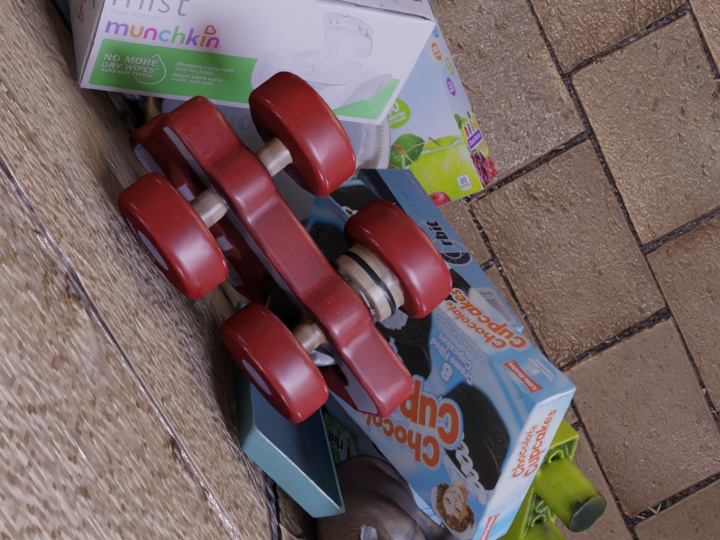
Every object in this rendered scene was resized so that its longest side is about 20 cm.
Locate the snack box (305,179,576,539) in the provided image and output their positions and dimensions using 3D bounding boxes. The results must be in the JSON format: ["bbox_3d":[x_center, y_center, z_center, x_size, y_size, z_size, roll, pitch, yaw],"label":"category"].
[{"bbox_3d":[0.030,0.051,0.722,0.200,0.037,0.117,45,-47,34],"label":"snack box"}]

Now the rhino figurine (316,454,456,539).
[{"bbox_3d":[0.010,0.154,0.671,0.087,0.060,0.200,45,4,-3],"label":"rhino figurine"}]

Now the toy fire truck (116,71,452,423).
[{"bbox_3d":[-0.050,-0.008,0.680,0.201,0.112,0.168,53,-13,-9],"label":"toy fire truck"}]

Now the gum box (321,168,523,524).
[{"bbox_3d":[0.024,0.062,0.831,0.170,0.044,0.201,58,-40,44],"label":"gum box"}]

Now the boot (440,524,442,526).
[{"bbox_3d":[0.077,0.261,0.883,0.175,0.069,0.200,60,0,-32],"label":"boot"}]

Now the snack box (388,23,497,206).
[{"bbox_3d":[0.001,-0.140,1.053,0.202,0.167,0.068,66,23,-9],"label":"snack box"}]

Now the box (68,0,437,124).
[{"bbox_3d":[-0.075,-0.194,0.758,0.097,0.198,0.178,-57,-142,44],"label":"box"}]

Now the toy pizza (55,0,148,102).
[{"bbox_3d":[-0.194,-0.211,0.861,0.201,0.032,0.200,62,2,-3],"label":"toy pizza"}]

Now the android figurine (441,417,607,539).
[{"bbox_3d":[0.086,0.120,0.840,0.200,0.041,0.183,48,-36,38],"label":"android figurine"}]

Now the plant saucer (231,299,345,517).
[{"bbox_3d":[-0.048,0.076,0.706,0.070,0.019,0.200,46,6,-17],"label":"plant saucer"}]

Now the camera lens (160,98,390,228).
[{"bbox_3d":[-0.059,-0.103,0.926,0.161,0.159,0.200,62,5,0],"label":"camera lens"}]
